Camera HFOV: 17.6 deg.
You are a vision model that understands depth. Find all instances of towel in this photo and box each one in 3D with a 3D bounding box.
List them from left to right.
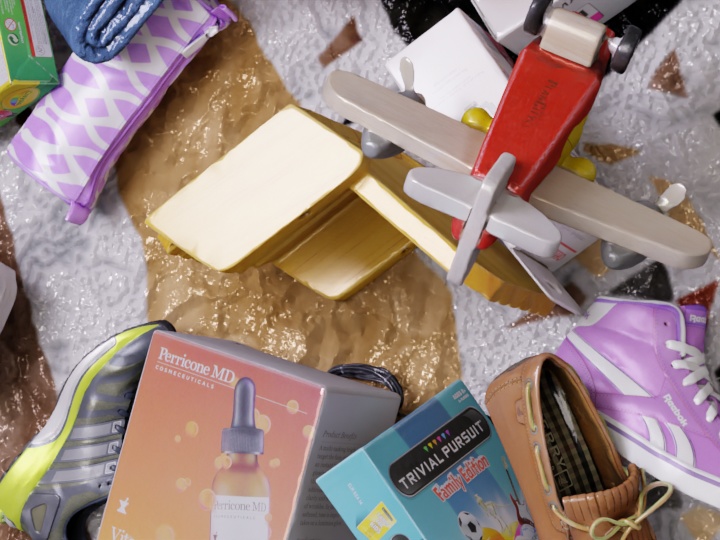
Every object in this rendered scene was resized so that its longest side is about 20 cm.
[{"bbox_3d":[-0.193,-0.230,1.695,0.112,0.048,0.200,-51,32,10],"label":"towel"}]

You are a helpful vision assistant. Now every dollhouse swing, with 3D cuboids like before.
[{"bbox_3d":[0.000,0.000,1.567,0.182,0.200,0.176,-37,73,13],"label":"dollhouse swing"}]

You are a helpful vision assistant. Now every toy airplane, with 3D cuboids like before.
[{"bbox_3d":[0.096,-0.062,1.445,0.199,0.141,0.200,-13,60,-18],"label":"toy airplane"}]

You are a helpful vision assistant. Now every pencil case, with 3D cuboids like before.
[{"bbox_3d":[-0.174,-0.136,1.714,0.085,0.084,0.200,42,101,23],"label":"pencil case"}]

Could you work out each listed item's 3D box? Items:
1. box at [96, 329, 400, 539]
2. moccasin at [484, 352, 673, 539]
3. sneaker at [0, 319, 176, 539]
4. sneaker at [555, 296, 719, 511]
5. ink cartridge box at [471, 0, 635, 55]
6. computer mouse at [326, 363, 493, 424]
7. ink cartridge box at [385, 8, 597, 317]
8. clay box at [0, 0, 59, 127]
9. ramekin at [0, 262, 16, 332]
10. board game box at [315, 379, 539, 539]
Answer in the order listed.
[{"bbox_3d":[-0.083,0.158,1.617,0.152,0.106,0.201,16,93,31],"label":"box"},{"bbox_3d":[0.153,0.147,1.508,0.078,0.073,0.202,-32,77,60],"label":"moccasin"},{"bbox_3d":[-0.186,0.123,1.703,0.081,0.074,0.200,38,105,14],"label":"sneaker"},{"bbox_3d":[0.220,0.086,1.541,0.200,0.073,0.115,32,93,22],"label":"sneaker"},{"bbox_3d":[0.162,-0.222,1.543,0.200,0.174,0.044,-34,73,15],"label":"ink cartridge box"},{"bbox_3d":[0.056,0.113,1.627,0.200,0.034,0.059,26,111,27],"label":"computer mouse"},{"bbox_3d":[0.110,-0.070,1.577,0.067,0.116,0.200,-36,74,11],"label":"ink cartridge box"},{"bbox_3d":[-0.305,-0.157,1.754,0.200,0.047,0.115,-27,72,49],"label":"clay box"},{"bbox_3d":[-0.347,0.005,1.710,0.200,0.200,0.105,29,85,22],"label":"ramekin"},{"bbox_3d":[0.077,0.184,1.515,0.047,0.151,0.200,-37,86,31],"label":"board game box"}]
